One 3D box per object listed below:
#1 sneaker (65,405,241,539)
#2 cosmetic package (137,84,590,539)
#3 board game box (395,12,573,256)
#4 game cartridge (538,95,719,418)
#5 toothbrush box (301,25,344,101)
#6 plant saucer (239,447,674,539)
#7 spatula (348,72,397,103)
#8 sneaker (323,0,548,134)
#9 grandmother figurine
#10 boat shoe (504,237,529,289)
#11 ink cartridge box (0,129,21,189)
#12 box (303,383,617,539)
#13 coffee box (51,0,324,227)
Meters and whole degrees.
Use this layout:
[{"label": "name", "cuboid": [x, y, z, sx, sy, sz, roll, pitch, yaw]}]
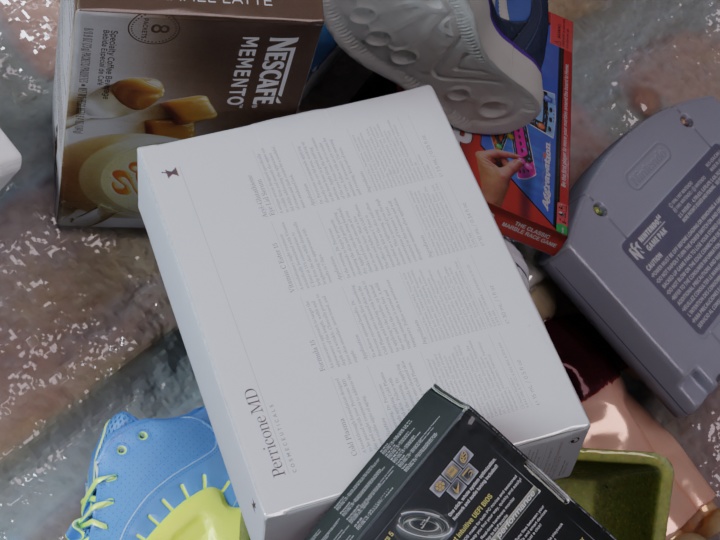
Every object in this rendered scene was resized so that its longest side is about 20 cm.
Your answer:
[{"label": "sneaker", "cuboid": [-0.118, 0.136, 0.840, 0.199, 0.076, 0.105, -32, 71, -34]}, {"label": "cosmetic package", "cuboid": [-0.005, 0.018, 0.790, 0.150, 0.052, 0.201, -12, 58, -17]}, {"label": "board game box", "cuboid": [0.070, -0.098, 0.976, 0.102, 0.020, 0.201, 21, 41, -11]}, {"label": "game cartridge", "cuboid": [0.184, -0.019, 0.994, 0.133, 0.041, 0.200, 51, 45, -2]}, {"label": "toothbrush box", "cuboid": [-0.073, -0.202, 0.969, 0.200, 0.085, 0.147, 39, 62, -3]}, {"label": "plant saucer", "cuboid": [0.038, 0.169, 0.833, 0.198, 0.048, 0.202, 4, 105, -4]}, {"label": "spatula", "cuboid": [-0.015, -0.077, 0.978, 0.056, 0.021, 0.200, 30, 57, 17]}, {"label": "sneaker", "cuboid": [0.036, -0.173, 0.889, 0.200, 0.080, 0.148, 38, 46, -51]}, {"label": "grandmother figurine", "cuboid": [0.123, 0.071, 0.956, 0.121, 0.061, 0.201, -19, 73, -52]}, {"label": "boat shoe", "cuboid": [0.000, 0.000, 0.878, 0.198, 0.074, 0.067, 7, 37, -17]}, {"label": "ink cartridge box", "cuboid": [-0.274, -0.061, 0.792, 0.146, 0.084, 0.200, 51, 28, 4]}, {"label": "box", "cuboid": [0.028, 0.175, 0.711, 0.160, 0.044, 0.200, 41, 85, -19]}, {"label": "coffee box", "cuboid": [-0.091, -0.100, 0.851, 0.113, 0.200, 0.080, 0, 64, -13]}]
